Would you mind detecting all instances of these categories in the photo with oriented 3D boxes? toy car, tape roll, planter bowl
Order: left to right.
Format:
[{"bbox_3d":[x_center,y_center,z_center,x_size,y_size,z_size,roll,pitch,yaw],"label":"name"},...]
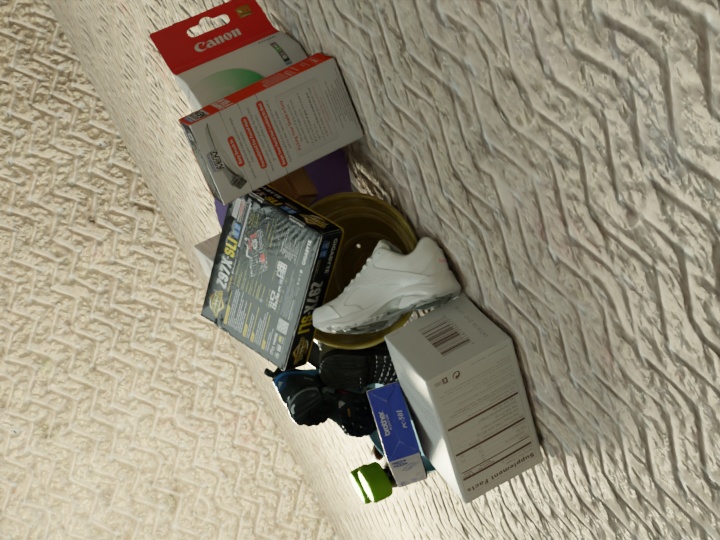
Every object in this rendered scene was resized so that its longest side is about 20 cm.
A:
[{"bbox_3d":[-0.110,-0.109,1.778,0.200,0.085,0.200,5,97,47],"label":"tape roll"},{"bbox_3d":[0.000,0.000,1.687,0.201,0.200,0.083,60,-162,10],"label":"planter bowl"},{"bbox_3d":[0.040,0.214,1.892,0.200,0.164,0.158,63,166,6],"label":"toy car"}]

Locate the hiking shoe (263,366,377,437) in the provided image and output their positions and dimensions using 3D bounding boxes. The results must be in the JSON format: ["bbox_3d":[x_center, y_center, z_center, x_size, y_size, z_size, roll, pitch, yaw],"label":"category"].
[{"bbox_3d":[-0.035,0.164,1.723,0.200,0.074,0.087,23,-160,-51],"label":"hiking shoe"}]

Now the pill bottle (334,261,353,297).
[{"bbox_3d":[-0.015,0.030,1.845,0.112,0.112,0.200,63,167,-4],"label":"pill bottle"}]

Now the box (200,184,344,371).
[{"bbox_3d":[-0.115,0.005,1.658,0.160,0.049,0.200,31,117,32],"label":"box"}]

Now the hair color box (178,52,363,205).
[{"bbox_3d":[-0.110,-0.177,1.607,0.064,0.200,0.111,33,147,64],"label":"hair color box"}]

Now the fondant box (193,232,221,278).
[{"bbox_3d":[-0.141,-0.044,1.975,0.144,0.200,0.058,30,144,66],"label":"fondant box"}]

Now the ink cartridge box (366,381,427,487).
[{"bbox_3d":[0.048,0.213,1.654,0.200,0.044,0.094,72,180,-71],"label":"ink cartridge box"}]

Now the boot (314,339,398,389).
[{"bbox_3d":[0.037,0.107,1.714,0.131,0.200,0.068,-95,14,-67],"label":"boot"}]

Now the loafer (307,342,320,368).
[{"bbox_3d":[-0.005,0.142,1.942,0.200,0.068,0.070,22,-170,-29],"label":"loafer"}]

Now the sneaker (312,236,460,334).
[{"bbox_3d":[0.025,0.016,1.596,0.078,0.200,0.099,16,-124,-63],"label":"sneaker"}]

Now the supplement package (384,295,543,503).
[{"bbox_3d":[0.125,0.155,1.556,0.117,0.117,0.200,45,158,53],"label":"supplement package"}]

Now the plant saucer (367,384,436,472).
[{"bbox_3d":[0.077,0.174,1.766,0.200,0.027,0.200,6,99,41],"label":"plant saucer"}]

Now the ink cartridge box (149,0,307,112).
[{"bbox_3d":[-0.161,-0.273,1.691,0.200,0.161,0.050,58,161,16],"label":"ink cartridge box"}]

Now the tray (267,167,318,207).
[{"bbox_3d":[-0.135,-0.148,1.715,0.099,0.037,0.200,-49,59,38],"label":"tray"}]
